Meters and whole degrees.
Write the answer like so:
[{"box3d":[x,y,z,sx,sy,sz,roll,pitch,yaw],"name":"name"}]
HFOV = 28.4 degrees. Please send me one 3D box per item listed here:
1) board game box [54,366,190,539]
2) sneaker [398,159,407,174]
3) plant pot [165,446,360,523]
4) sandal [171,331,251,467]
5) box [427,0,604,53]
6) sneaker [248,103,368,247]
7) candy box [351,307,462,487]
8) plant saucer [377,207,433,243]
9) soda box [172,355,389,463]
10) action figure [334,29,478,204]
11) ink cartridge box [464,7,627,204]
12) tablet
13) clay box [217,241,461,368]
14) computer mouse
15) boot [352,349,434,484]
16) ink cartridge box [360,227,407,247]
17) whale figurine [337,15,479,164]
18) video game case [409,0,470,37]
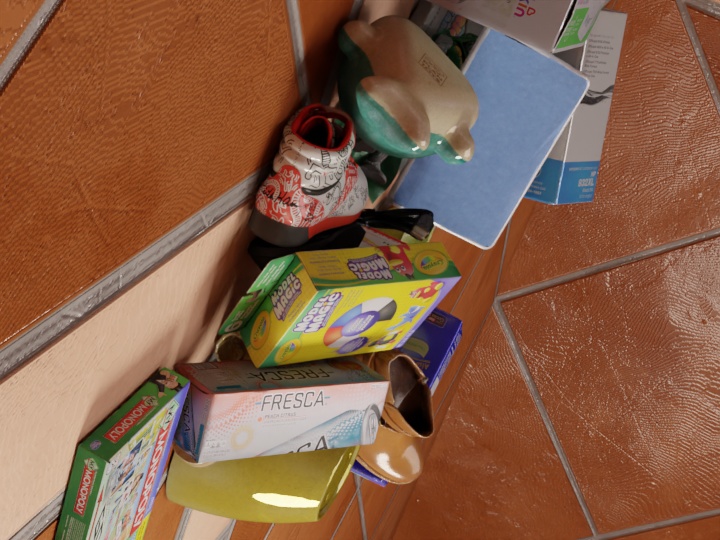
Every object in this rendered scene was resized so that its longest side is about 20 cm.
[{"box3d":[-0.205,0.191,1.170,0.135,0.029,0.200,-46,159,-57],"name":"board game box"},{"box3d":[0.086,-0.177,1.566,0.074,0.082,0.200,-57,165,-39],"name":"sneaker"},{"box3d":[-0.080,0.170,1.412,0.200,0.142,0.200,-61,169,-20],"name":"plant pot"},{"box3d":[-0.101,0.083,1.296,0.212,0.078,0.070,-55,166,-13],"name":"sandal"},{"box3d":[0.131,-0.277,1.295,0.097,0.176,0.200,-67,170,16],"name":"box"},{"box3d":[-0.025,-0.096,1.259,0.201,0.067,0.108,-37,154,-62],"name":"sneaker"},{"box3d":[-0.003,0.115,1.585,0.200,0.169,0.077,-62,168,-12],"name":"candy box"},{"box3d":[0.020,0.011,1.784,0.200,0.048,0.200,-63,169,-3],"name":"plant saucer"},{"box3d":[-0.073,0.120,1.265,0.200,0.064,0.069,0,112,-39],"name":"soda box"},{"box3d":[0.058,-0.171,1.400,0.200,0.055,0.118,-51,143,-28],"name":"action figure"},{"box3d":[0.178,-0.181,1.470,0.084,0.145,0.200,-7,110,-50],"name":"ink cartridge box"},{"box3d":[0.125,-0.127,1.383,0.200,0.130,0.014,-60,-155,13],"name":"tablet"},{"box3d":[-0.019,0.031,1.261,0.200,0.048,0.115,-7,146,-41],"name":"clay box"},{"box3d":[-0.010,-0.020,1.303,0.200,0.140,0.046,-37,126,-67],"name":"computer mouse"},{"box3d":[0.035,0.150,1.435,0.074,0.200,0.155,-40,-157,-20],"name":"boot"},{"box3d":[0.000,0.000,1.473,0.067,0.116,0.200,-68,170,16],"name":"ink cartridge box"},{"box3d":[0.028,-0.142,1.230,0.104,0.159,0.200,-41,-170,21],"name":"whale figurine"},{"box3d":[0.096,-0.206,1.496,0.200,0.024,0.182,-61,141,-15],"name":"video game case"}]
